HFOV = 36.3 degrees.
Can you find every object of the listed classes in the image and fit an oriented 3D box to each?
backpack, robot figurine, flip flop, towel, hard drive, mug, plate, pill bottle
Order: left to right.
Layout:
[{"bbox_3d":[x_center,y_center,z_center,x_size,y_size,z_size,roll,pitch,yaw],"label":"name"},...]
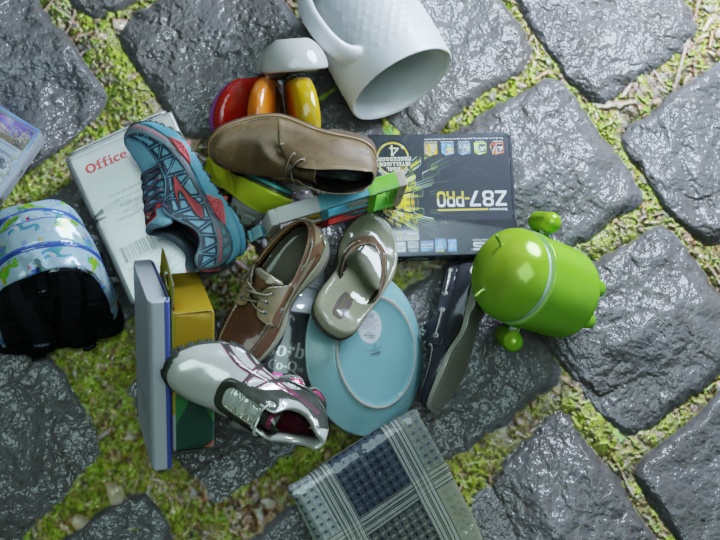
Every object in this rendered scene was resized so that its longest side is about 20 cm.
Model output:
[{"bbox_3d":[-0.365,0.012,1.273,0.160,0.200,0.157,-10,79,-9],"label":"backpack"},{"bbox_3d":[-0.239,0.106,1.262,0.025,0.132,0.204,-4,111,-18],"label":"hard drive"},{"bbox_3d":[-0.097,0.096,1.335,0.114,0.116,0.204,5,79,-7],"label":"pill bottle"},{"bbox_3d":[-0.001,-0.308,1.393,0.198,0.147,0.177,-8,64,-52],"label":"mug"},{"bbox_3d":[0.000,0.000,1.308,0.080,0.058,0.201,34,43,-3],"label":"flip flop"},{"bbox_3d":[0.014,0.100,1.341,0.198,0.025,0.205,6,81,-42],"label":"plate"},{"bbox_3d":[0.032,0.300,1.341,0.191,0.034,0.203,-30,100,-14],"label":"towel"},{"bbox_3d":[0.219,0.016,1.364,0.198,0.115,0.179,17,93,-41],"label":"robot figurine"}]

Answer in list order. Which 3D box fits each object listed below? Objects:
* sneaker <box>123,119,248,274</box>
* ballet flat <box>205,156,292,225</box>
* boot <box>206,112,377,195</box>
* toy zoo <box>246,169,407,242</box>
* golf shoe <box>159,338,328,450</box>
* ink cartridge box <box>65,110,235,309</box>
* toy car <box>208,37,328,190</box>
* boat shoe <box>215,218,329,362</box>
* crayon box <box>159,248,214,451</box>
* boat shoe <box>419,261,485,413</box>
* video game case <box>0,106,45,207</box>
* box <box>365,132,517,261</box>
[{"bbox_3d":[-0.218,-0.085,1.273,0.095,0.079,0.201,-37,86,-36],"label":"sneaker"},{"bbox_3d":[-0.143,-0.093,1.341,0.066,0.199,0.068,21,97,-35],"label":"ballet flat"},{"bbox_3d":[-0.076,-0.127,1.235,0.196,0.076,0.075,5,121,-5],"label":"boot"},{"bbox_3d":[-0.043,-0.072,1.330,0.196,0.131,0.021,-17,84,-3],"label":"toy zoo"},{"bbox_3d":[-0.121,0.136,1.197,0.197,0.088,0.078,21,103,-18],"label":"golf shoe"},{"bbox_3d":[-0.258,-0.073,1.363,0.144,0.085,0.203,-25,85,-12],"label":"ink cartridge box"},{"bbox_3d":[-0.112,-0.189,1.348,0.147,0.200,0.179,-8,100,-8],"label":"toy car"},{"bbox_3d":[-0.110,0.024,1.257,0.075,0.072,0.202,25,74,20],"label":"boat shoe"},{"bbox_3d":[-0.202,0.088,1.272,0.050,0.127,0.204,-3,112,-15],"label":"crayon box"},{"bbox_3d":[0.110,0.081,1.403,0.062,0.073,0.203,16,77,26],"label":"boat shoe"},{"bbox_3d":[-0.524,-0.144,1.360,0.198,0.045,0.183,32,78,-1],"label":"video game case"},{"bbox_3d":[0.102,-0.095,1.434,0.196,0.049,0.165,-1,82,-7],"label":"box"}]
